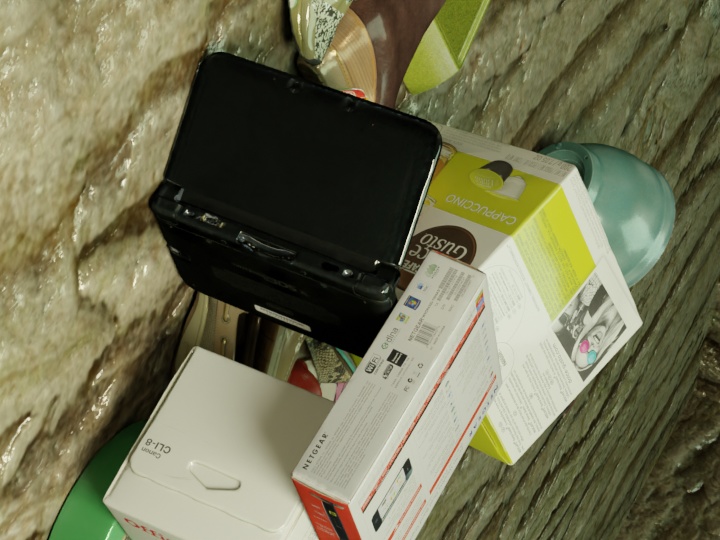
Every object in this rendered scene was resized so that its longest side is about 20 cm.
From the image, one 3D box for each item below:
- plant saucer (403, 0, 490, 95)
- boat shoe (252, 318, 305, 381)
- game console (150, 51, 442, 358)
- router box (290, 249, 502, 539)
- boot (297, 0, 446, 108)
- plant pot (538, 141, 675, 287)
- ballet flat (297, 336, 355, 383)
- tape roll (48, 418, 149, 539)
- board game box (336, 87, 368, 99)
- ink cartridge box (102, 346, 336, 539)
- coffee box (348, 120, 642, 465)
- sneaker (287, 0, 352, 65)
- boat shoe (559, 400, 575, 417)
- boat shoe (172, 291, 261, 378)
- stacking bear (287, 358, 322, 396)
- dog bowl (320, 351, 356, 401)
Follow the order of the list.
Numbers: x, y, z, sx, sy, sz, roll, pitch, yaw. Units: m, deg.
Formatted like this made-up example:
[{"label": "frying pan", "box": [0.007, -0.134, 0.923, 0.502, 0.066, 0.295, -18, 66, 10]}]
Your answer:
[{"label": "plant saucer", "box": [0.086, -0.282, 1.543, 0.200, 0.048, 0.200, -66, 159, -10]}, {"label": "boat shoe", "box": [-0.044, 0.017, 1.368, 0.074, 0.069, 0.201, 37, -67, 64]}, {"label": "game console", "box": [-0.041, -0.042, 1.219, 0.117, 0.200, 0.176, -59, 157, -25]}, {"label": "router box", "box": [0.033, 0.115, 1.205, 0.200, 0.049, 0.180, -58, 157, -23]}, {"label": "boot", "box": [0.032, -0.183, 1.429, 0.166, 0.072, 0.200, -49, 147, -15]}, {"label": "plant pot", "box": [0.276, -0.081, 2.059, 0.134, 0.200, 0.201, 36, 74, -41]}, {"label": "ballet flat", "box": [-0.062, 0.055, 1.480, 0.075, 0.068, 0.200, -40, 145, -15]}, {"label": "tape roll", "box": [-0.185, 0.222, 1.325, 0.201, 0.048, 0.201, -52, 153, -41]}, {"label": "board game box", "box": [-0.023, -0.096, 1.371, 0.200, 0.095, 0.030, 61, 27, -63]}, {"label": "ink cartridge box", "box": [-0.082, 0.182, 1.271, 0.145, 0.145, 0.200, -62, 159, -22]}, {"label": "coffee box", "box": [0.098, 0.017, 1.495, 0.198, 0.199, 0.200, -45, 129, -21]}, {"label": "sneaker", "box": [0.005, -0.255, 1.300, 0.201, 0.088, 0.077, -70, 160, 1]}, {"label": "boat shoe", "box": [0.320, 0.137, 2.510, 0.063, 0.073, 0.202, -46, 155, -64]}, {"label": "boat shoe", "box": [-0.095, 0.012, 1.328, 0.072, 0.065, 0.201, -9, 118, -67]}, {"label": "stacking bear", "box": [-0.088, 0.176, 1.452, 0.121, 0.113, 0.201, -7, 112, -68]}, {"label": "dog bowl", "box": [0.021, 0.123, 1.725, 0.200, 0.074, 0.200, -51, 152, -41]}]
